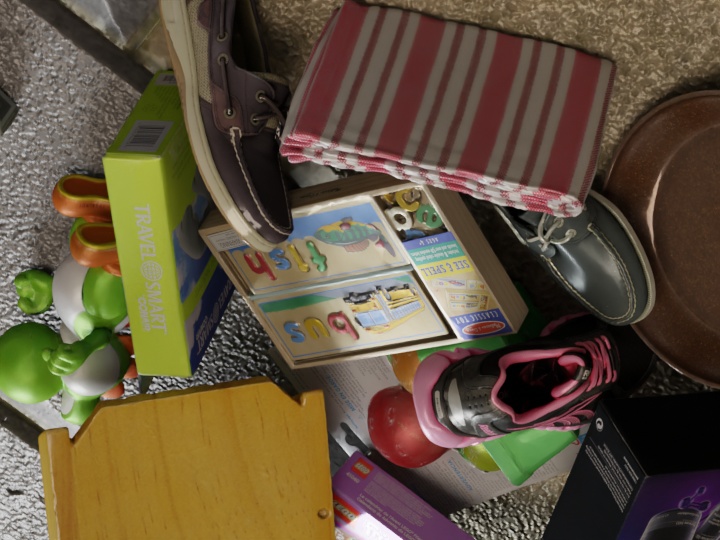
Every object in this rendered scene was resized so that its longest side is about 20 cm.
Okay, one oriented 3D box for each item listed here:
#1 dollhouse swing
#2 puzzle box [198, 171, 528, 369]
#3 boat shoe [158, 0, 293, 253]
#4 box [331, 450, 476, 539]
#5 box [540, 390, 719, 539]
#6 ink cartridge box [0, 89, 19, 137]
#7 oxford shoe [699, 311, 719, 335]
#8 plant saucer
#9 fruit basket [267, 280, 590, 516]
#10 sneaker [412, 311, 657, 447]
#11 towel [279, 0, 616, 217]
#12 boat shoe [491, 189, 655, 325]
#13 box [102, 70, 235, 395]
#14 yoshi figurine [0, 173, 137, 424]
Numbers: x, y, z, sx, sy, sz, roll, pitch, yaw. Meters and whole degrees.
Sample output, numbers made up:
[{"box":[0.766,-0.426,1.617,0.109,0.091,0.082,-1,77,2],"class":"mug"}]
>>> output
[{"box":[-0.136,0.150,1.689,0.198,0.176,0.183,-8,107,-13],"class":"dollhouse swing"},{"box":[0.000,0.000,1.541,0.199,0.025,0.133,-12,123,38],"class":"puzzle box"},{"box":[-0.078,-0.112,1.507,0.064,0.072,0.201,-24,71,20],"class":"boat shoe"},{"box":[0.053,0.233,1.703,0.199,0.039,0.137,36,149,12],"class":"box"},{"box":[0.241,0.158,1.579,0.199,0.079,0.142,-3,133,-26],"class":"box"},{"box":[-0.372,-0.130,1.642,0.173,0.044,0.200,-35,109,32],"class":"ink cartridge box"},{"box":[0.290,0.075,1.531,0.199,0.073,0.071,28,157,34],"class":"oxford shoe"},{"box":[0.248,-0.021,1.502,0.199,0.037,0.202,13,110,38],"class":"plant saucer"},{"box":[0.060,0.089,1.649,0.199,0.094,0.186,-22,114,39],"class":"fruit basket"},{"box":[0.134,0.070,1.521,0.095,0.199,0.080,-19,88,54],"class":"sneaker"},{"box":[0.060,-0.104,1.475,0.199,0.147,0.030,13,136,7],"class":"towel"},{"box":[0.118,-0.037,1.526,0.073,0.062,0.200,-35,94,39],"class":"boat shoe"},{"box":[-0.129,-0.022,1.595,0.047,0.122,0.201,4,124,13],"class":"box"},{"box":[-0.219,0.033,1.676,0.111,0.112,0.201,28,130,16],"class":"yoshi figurine"}]
